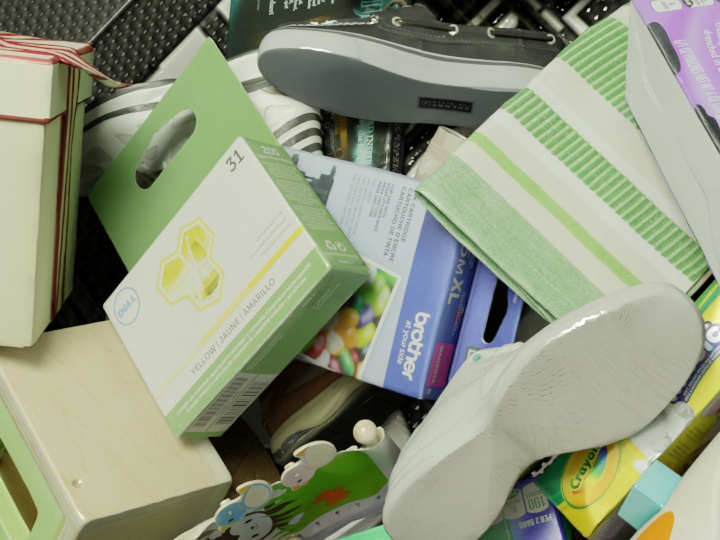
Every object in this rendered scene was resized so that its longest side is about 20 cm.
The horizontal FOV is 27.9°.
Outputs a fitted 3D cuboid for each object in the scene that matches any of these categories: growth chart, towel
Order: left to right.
[{"bbox_3d":[-0.053,0.156,0.858,0.199,0.145,0.018,-34,61,10],"label":"growth chart"},{"bbox_3d":[0.147,-0.052,0.813,0.152,0.023,0.200,44,65,6],"label":"towel"}]

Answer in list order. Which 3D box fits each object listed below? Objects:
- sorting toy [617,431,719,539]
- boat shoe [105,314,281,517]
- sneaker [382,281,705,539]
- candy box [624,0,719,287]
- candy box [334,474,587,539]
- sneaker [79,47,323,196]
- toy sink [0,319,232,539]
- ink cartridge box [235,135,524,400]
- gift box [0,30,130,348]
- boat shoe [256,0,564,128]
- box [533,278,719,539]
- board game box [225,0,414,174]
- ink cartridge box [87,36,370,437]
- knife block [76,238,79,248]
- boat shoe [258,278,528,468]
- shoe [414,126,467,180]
[{"bbox_3d":[0.204,0.128,0.739,0.107,0.200,0.181,28,82,47],"label":"sorting toy"},{"bbox_3d":[-0.121,0.096,0.932,0.063,0.073,0.200,-61,42,26],"label":"boat shoe"},{"bbox_3d":[0.086,0.060,0.750,0.200,0.075,0.089,-39,22,22],"label":"sneaker"},{"bbox_3d":[0.255,-0.083,0.743,0.198,0.072,0.168,-9,42,-5],"label":"candy box"},{"bbox_3d":[0.063,0.237,0.816,0.168,0.077,0.202,-21,69,18],"label":"candy box"},{"bbox_3d":[-0.115,-0.062,0.950,0.199,0.076,0.116,-19,66,17],"label":"sneaker"},{"bbox_3d":[-0.185,0.149,0.885,0.131,0.111,0.201,54,134,26],"label":"toy sink"},{"bbox_3d":[0.000,0.000,0.844,0.199,0.042,0.120,16,93,27],"label":"ink cartridge box"},{"bbox_3d":[-0.239,-0.070,0.866,0.198,0.185,0.189,3,102,-8],"label":"gift box"},{"bbox_3d":[0.036,-0.137,0.910,0.198,0.070,0.067,6,64,-1],"label":"boat shoe"},{"bbox_3d":[0.188,0.062,0.784,0.200,0.117,0.048,-47,63,5],"label":"box"},{"bbox_3d":[-0.031,-0.136,0.991,0.134,0.028,0.202,-2,74,24],"label":"board game box"},{"bbox_3d":[-0.097,-0.024,0.854,0.146,0.048,0.201,-47,61,23],"label":"ink cartridge box"},{"bbox_3d":[-0.274,0.006,0.987,0.063,0.201,0.176,6,49,26],"label":"knife block"},{"bbox_3d":[0.014,0.042,0.896,0.199,0.076,0.074,-36,61,11],"label":"boat shoe"},{"bbox_3d":[0.116,-0.037,0.871,0.199,0.070,0.054,21,93,30],"label":"shoe"}]
